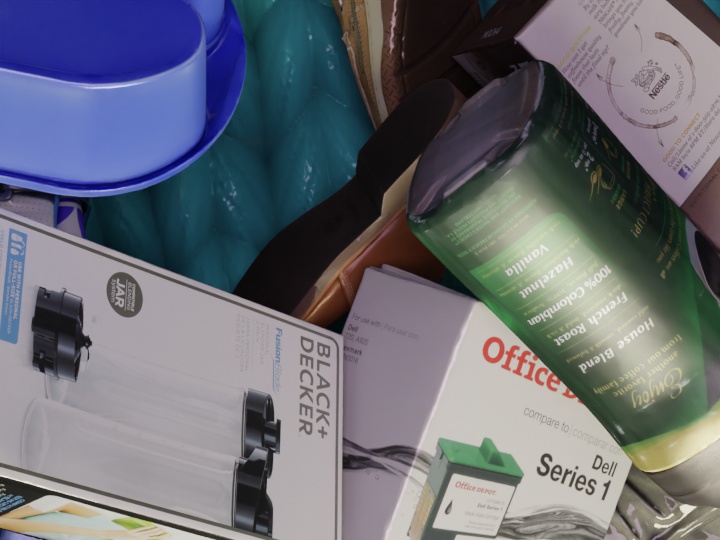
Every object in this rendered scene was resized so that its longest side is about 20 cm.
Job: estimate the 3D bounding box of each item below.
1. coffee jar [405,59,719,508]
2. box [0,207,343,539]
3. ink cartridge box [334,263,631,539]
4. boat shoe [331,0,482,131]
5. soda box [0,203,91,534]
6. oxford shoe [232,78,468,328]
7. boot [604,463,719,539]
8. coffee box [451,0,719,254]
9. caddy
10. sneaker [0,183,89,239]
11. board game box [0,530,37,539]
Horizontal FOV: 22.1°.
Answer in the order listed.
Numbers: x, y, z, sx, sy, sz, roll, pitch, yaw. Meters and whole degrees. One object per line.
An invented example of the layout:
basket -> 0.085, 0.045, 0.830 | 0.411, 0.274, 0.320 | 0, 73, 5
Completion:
coffee jar -> 0.113, 0.009, 0.815 | 0.085, 0.104, 0.200 | -38, 106, 24
box -> -0.099, 0.059, 0.790 | 0.200, 0.060, 0.117 | 24, 56, -37
ink cartridge box -> 0.041, 0.116, 0.878 | 0.146, 0.084, 0.201 | 24, 85, -40
boat shoe -> 0.012, -0.147, 0.940 | 0.072, 0.076, 0.201 | -17, 105, -42
soda box -> -0.195, 0.045, 0.889 | 0.064, 0.068, 0.201 | 7, 73, 18
oxford shoe -> 0.000, 0.000, 0.914 | 0.071, 0.071, 0.200 | 36, 111, -30
boot -> 0.206, 0.139, 0.932 | 0.200, 0.068, 0.131 | 31, 92, 6
coffee box -> 0.150, -0.067, 0.892 | 0.200, 0.113, 0.080 | 44, 84, -12
caddy -> -0.142, -0.109, 0.753 | 0.199, 0.105, 0.142 | 11, 61, -7
sneaker -> -0.132, -0.069, 0.839 | 0.200, 0.081, 0.147 | -28, 79, 0
board game box -> -0.125, 0.155, 0.926 | 0.200, 0.037, 0.151 | 41, 86, 1
